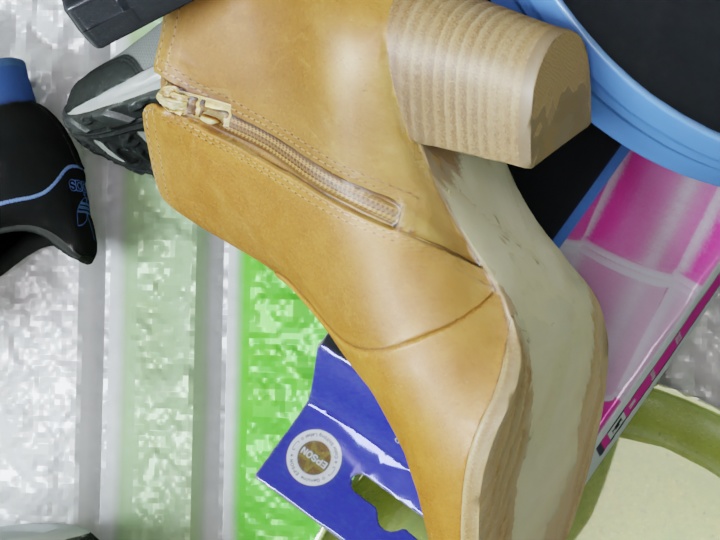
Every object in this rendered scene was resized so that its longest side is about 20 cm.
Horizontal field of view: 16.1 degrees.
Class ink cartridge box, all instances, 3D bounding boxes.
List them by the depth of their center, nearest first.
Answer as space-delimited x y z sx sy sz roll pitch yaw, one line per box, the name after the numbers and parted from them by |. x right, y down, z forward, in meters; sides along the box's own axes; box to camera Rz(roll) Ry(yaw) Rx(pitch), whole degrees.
0.056 0.010 0.834 0.094 0.037 0.201 34 86 17 | ink cartridge box

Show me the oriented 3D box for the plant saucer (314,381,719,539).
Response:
0.074 0.134 0.855 0.198 0.031 0.202 0 90 10 | plant saucer

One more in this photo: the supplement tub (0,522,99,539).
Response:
-0.134 0.190 0.843 0.121 0.122 0.202 -7 88 9 | supplement tub

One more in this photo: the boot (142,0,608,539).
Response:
0.000 0.000 0.784 0.143 0.071 0.203 16 117 33 | boot

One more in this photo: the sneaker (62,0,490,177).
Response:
-0.012 -0.089 0.853 0.199 0.074 0.080 -24 59 20 | sneaker

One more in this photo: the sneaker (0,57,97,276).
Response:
-0.185 0.005 0.880 0.199 0.070 0.078 -29 80 8 | sneaker

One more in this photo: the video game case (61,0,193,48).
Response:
-0.024 -0.182 0.782 0.180 0.026 0.201 -25 52 11 | video game case

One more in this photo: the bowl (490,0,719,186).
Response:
0.118 -0.117 0.792 0.199 0.039 0.202 9 66 -21 | bowl
